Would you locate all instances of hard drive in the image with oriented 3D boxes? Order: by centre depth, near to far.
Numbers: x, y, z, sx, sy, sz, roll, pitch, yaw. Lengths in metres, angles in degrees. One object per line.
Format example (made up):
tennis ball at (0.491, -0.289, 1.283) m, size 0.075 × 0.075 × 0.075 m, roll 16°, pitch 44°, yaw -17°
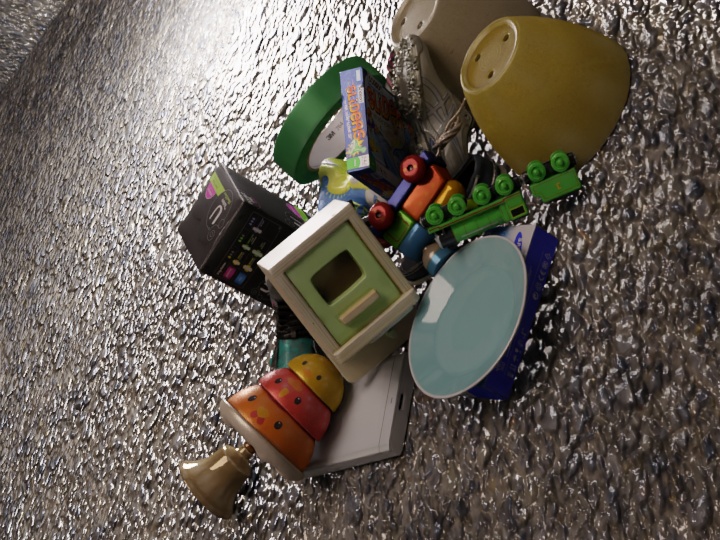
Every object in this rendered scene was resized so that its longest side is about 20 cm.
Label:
hard drive at (-0.008, 0.189, 1.734) m, size 0.199 × 0.026 × 0.134 m, roll -23°, pitch 48°, yaw 48°

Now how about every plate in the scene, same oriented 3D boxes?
plate at (0.128, 0.056, 1.545) m, size 0.200 × 0.025 × 0.202 m, roll -39°, pitch 37°, yaw 37°

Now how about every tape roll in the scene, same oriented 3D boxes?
tape roll at (-0.043, -0.219, 1.965) m, size 0.048 × 0.200 × 0.201 m, roll 40°, pitch 105°, yaw 14°

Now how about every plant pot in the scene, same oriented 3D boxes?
plant pot at (0.205, -0.226, 1.620) m, size 0.199 × 0.141 × 0.202 m, roll -36°, pitch 39°, yaw 36°

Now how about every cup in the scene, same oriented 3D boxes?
cup at (0.124, -0.311, 1.811) m, size 0.200 × 0.142 × 0.202 m, roll -37°, pitch 39°, yaw 37°

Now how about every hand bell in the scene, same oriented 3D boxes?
hand bell at (-0.147, 0.242, 1.875) m, size 0.200 × 0.104 × 0.104 m, roll -43°, pitch 33°, yaw 6°

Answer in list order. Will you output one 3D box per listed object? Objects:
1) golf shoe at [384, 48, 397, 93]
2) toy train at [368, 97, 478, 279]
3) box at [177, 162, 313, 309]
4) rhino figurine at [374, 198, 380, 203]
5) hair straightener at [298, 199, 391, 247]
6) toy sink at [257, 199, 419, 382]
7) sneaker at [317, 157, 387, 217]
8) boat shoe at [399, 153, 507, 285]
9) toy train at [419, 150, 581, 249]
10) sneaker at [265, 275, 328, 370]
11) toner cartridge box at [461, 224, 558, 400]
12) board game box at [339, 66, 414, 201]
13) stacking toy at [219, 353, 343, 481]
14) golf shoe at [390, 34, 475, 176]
golf shoe at (0.058, -0.219, 1.924) m, size 0.092 × 0.072 × 0.203 m, roll 93°, pitch -170°, yaw -67°
toy train at (0.108, -0.097, 1.638) m, size 0.116 × 0.084 × 0.201 m, roll 42°, pitch 105°, yaw 26°
box at (-0.141, -0.037, 1.945) m, size 0.125 × 0.199 × 0.149 m, roll -55°, pitch 31°, yaw 11°
rhino figurine at (0.000, 0.000, 1.818) m, size 0.087 × 0.059 × 0.203 m, roll -1°, pitch 75°, yaw 56°
hair straightener at (-0.018, -0.052, 1.799) m, size 0.198 × 0.041 × 0.078 m, roll -19°, pitch 49°, yaw 35°
toy sink at (-0.012, 0.033, 1.645) m, size 0.130 × 0.201 × 0.112 m, roll -38°, pitch 12°, yaw -7°
sneaker at (-0.003, -0.093, 1.924) m, size 0.200 × 0.075 × 0.107 m, roll 30°, pitch 111°, yaw 60°
boat shoe at (0.107, -0.065, 1.721) m, size 0.200 × 0.061 × 0.075 m, roll -48°, pitch 39°, yaw 27°
toy train at (0.166, -0.082, 1.576) m, size 0.198 × 0.057 × 0.042 m, roll -23°, pitch 6°, yaw 10°
sneaker at (-0.089, 0.080, 1.816) m, size 0.082 × 0.200 × 0.122 m, roll -2°, pitch 64°, yaw 12°
toner cartridge box at (0.159, 0.047, 1.572) m, size 0.094 × 0.043 × 0.202 m, roll -2°, pitch 65°, yaw 55°
board game box at (0.031, -0.166, 1.759) m, size 0.034 × 0.200 × 0.138 m, roll -11°, pitch 74°, yaw 21°
stacking toy at (-0.073, 0.156, 1.736) m, size 0.200 × 0.146 × 0.146 m, roll -48°, pitch 29°, yaw -7°
golf shoe at (0.100, -0.210, 1.752) m, size 0.078 × 0.096 × 0.203 m, roll -170°, pitch 68°, yaw -67°
